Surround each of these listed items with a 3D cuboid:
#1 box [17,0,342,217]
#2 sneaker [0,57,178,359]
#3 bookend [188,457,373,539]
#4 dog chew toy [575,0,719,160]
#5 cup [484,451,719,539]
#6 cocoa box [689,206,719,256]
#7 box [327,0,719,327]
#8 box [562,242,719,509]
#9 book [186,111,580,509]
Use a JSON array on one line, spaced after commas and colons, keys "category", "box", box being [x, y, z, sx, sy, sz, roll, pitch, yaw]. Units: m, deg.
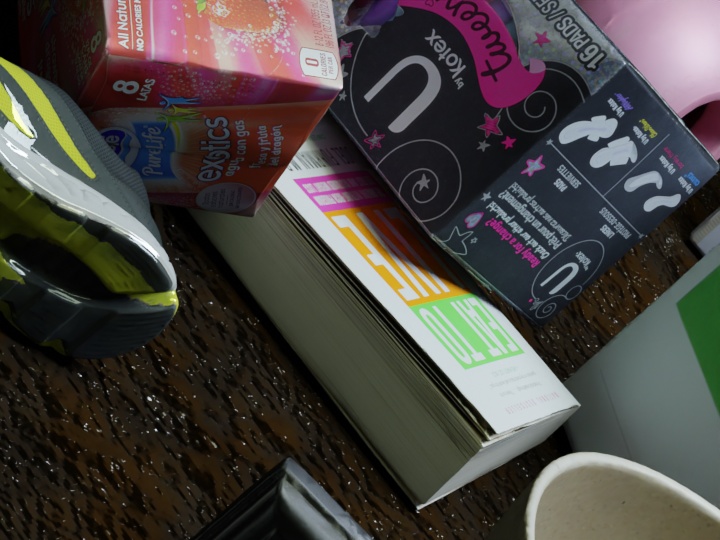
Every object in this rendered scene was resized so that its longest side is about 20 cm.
[{"category": "box", "box": [-0.078, -0.132, 1.148, 0.099, 0.096, 0.201, 8, 55, -23]}, {"category": "sneaker", "box": [-0.148, -0.048, 1.032, 0.200, 0.074, 0.085, 45, 17, -26]}, {"category": "bookend", "box": [-0.075, 0.171, 0.642, 0.092, 0.199, 0.200, 45, 25, -7]}, {"category": "dog chew toy", "box": [0.120, -0.134, 1.539, 0.124, 0.125, 0.200, 13, 32, -51]}, {"category": "cup", "box": [0.079, 0.181, 0.945, 0.200, 0.143, 0.201, 37, 26, -22]}, {"category": "cocoa box", "box": [0.308, 0.010, 1.597, 0.200, 0.131, 0.133, 53, 25, 13]}, {"category": "box", "box": [0.042, -0.094, 1.285, 0.200, 0.115, 0.132, 51, 7, 32]}, {"category": "box", "box": [0.227, 0.105, 1.270, 0.200, 0.171, 0.199, 27, 30, -35]}, {"category": "book", "box": [0.000, 0.000, 1.226, 0.200, 0.048, 0.134, 49, 20, 10]}]
